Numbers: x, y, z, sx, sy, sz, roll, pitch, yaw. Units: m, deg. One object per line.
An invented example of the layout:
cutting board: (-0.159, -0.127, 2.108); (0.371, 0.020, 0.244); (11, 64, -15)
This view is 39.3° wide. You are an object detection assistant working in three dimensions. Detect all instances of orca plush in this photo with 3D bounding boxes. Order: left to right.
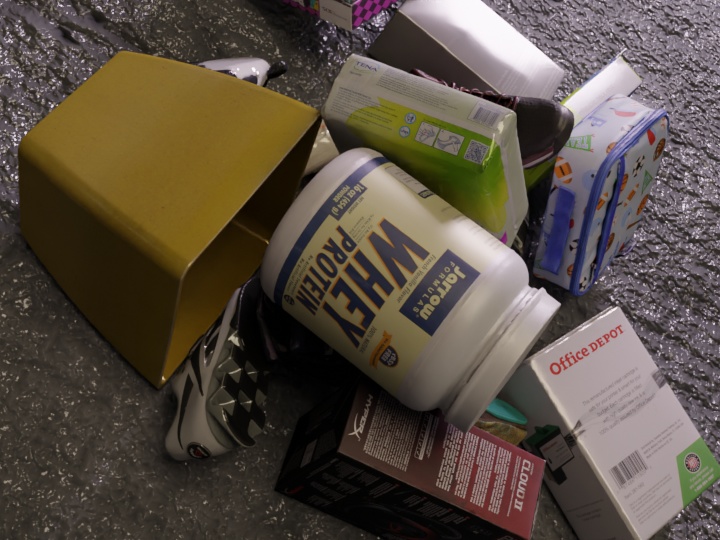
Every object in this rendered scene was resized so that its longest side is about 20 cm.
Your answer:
orca plush: (-0.115, -0.158, 0.944); (0.104, 0.200, 0.072); (-7, 106, -15)

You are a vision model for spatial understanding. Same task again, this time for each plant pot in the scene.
plant pot: (-0.173, -0.060, 0.844); (0.176, 0.200, 0.200); (33, 55, 5)

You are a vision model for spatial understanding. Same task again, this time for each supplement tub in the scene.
supplement tub: (0.038, 0.016, 0.778); (0.200, 0.145, 0.145); (37, 54, 12)

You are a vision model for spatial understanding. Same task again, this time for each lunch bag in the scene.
lunch bag: (0.249, -0.073, 1.059); (0.075, 0.201, 0.160); (27, 49, 26)

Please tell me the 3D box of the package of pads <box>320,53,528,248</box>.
package of pads: (0.058, -0.094, 0.861); (0.154, 0.200, 0.068); (23, 76, 19)

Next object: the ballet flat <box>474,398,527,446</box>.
ballet flat: (0.085, 0.134, 0.909); (0.200, 0.070, 0.071); (31, 50, -48)

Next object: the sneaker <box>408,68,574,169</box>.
sneaker: (0.106, -0.156, 1.007); (0.115, 0.199, 0.076); (33, 69, -41)

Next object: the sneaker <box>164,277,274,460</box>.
sneaker: (-0.121, 0.081, 0.867); (0.074, 0.088, 0.200); (55, 26, -24)

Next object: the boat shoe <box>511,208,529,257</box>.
boat shoe: (0.106, -0.069, 1.028); (0.199, 0.070, 0.064); (27, 58, -35)

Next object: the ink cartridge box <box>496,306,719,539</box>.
ink cartridge box: (0.244, 0.158, 1.005); (0.146, 0.084, 0.201); (-24, 79, -34)

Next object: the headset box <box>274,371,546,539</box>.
headset box: (0.048, 0.179, 0.856); (0.199, 0.149, 0.075); (27, 59, -12)

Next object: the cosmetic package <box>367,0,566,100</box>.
cosmetic package: (0.120, -0.234, 1.132); (0.200, 0.090, 0.107); (38, 54, -2)

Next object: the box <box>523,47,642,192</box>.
box: (0.231, -0.159, 1.128); (0.048, 0.122, 0.200); (47, 55, 5)

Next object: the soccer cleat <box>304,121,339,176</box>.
soccer cleat: (-0.037, -0.129, 1.003); (0.199, 0.078, 0.070); (-4, 69, -28)

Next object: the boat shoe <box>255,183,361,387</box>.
boat shoe: (-0.047, -0.001, 0.891); (0.092, 0.074, 0.201); (19, 53, -46)

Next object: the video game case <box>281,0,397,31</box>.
video game case: (-0.018, -0.342, 1.092); (0.181, 0.036, 0.200); (29, 50, 25)
